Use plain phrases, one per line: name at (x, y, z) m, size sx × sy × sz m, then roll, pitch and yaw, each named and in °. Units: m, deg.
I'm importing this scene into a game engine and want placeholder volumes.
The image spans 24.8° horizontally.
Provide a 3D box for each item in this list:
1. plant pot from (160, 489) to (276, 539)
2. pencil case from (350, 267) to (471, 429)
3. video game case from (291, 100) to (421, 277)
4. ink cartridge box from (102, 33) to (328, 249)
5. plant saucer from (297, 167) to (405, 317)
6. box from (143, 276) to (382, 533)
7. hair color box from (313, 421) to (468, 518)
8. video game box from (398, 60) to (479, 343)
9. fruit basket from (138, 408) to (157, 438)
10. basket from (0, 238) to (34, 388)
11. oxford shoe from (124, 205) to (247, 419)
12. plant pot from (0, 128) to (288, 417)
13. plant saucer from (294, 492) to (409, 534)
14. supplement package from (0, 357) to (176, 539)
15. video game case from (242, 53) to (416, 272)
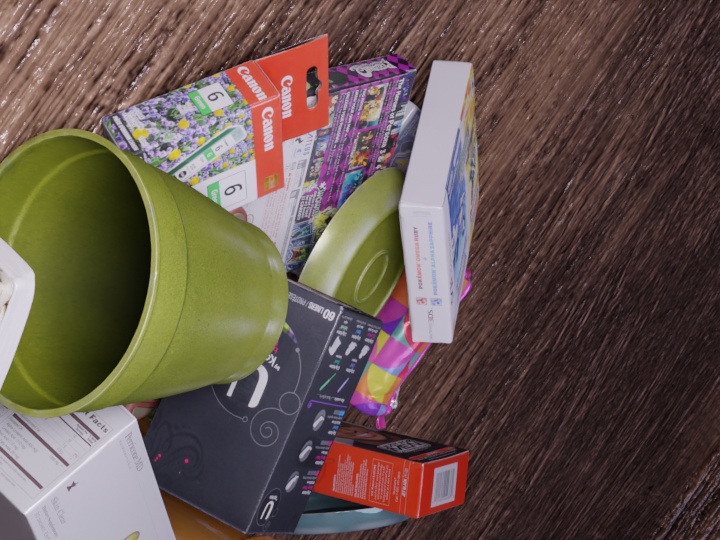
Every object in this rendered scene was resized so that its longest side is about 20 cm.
plant pot at (-0.173, 0.311, 1.589) m, size 0.200 × 0.183 × 0.201 m, roll -38°, pitch 151°, yaw -26°
pencil case at (0.043, 0.065, 1.764) m, size 0.201 × 0.088 × 0.088 m, roll -59°, pitch 153°, yaw 9°
video game case at (0.021, -0.058, 1.647) m, size 0.200 × 0.023 × 0.182 m, roll -54°, pitch 154°, yaw 0°
ink cartridge box at (-0.102, -0.104, 1.308) m, size 0.199 × 0.050 × 0.109 m, roll -24°, pitch 144°, yaw -19°
plant saucer at (0.000, 0.000, 1.533) m, size 0.200 × 0.031 × 0.200 m, roll -51°, pitch 160°, yaw -27°
box at (-0.085, 0.105, 1.369) m, size 0.201 × 0.122 × 0.106 m, roll -67°, pitch 158°, yaw 0°
hair color box at (0.003, 0.204, 1.728) m, size 0.101 × 0.199 × 0.062 m, roll -4°, pitch 101°, yaw -58°
video game box at (0.077, -0.064, 1.550) m, size 0.183 × 0.046 × 0.201 m, roll 86°, pitch 14°, yaw -47°
fruit basket at (-0.143, 0.099, 1.467) m, size 0.185 × 0.094 × 0.201 m, roll -28°, pitch 143°, yaw -19°
basket at (-0.326, 0.055, 1.095) m, size 0.123 × 0.135 × 0.201 m, roll -3°, pitch 125°, yaw -52°
oxford shoe at (-0.164, 0.027, 1.373) m, size 0.201 × 0.074 × 0.071 m, roll -65°, pitch 160°, yaw 1°
plant pot at (-0.158, 0.014, 1.209) m, size 0.192 × 0.200 × 0.201 m, roll 13°, pitch 112°, yaw -53°
plant saucer at (-0.025, 0.261, 1.781) m, size 0.200 × 0.199 × 0.028 m, roll -4°, pitch 90°, yaw -57°
supplement package at (-0.249, 0.160, 1.301) m, size 0.111 × 0.155 × 0.201 m, roll -42°, pitch 151°, yaw -23°
video game case at (-0.047, -0.087, 1.463) m, size 0.181 × 0.036 × 0.201 m, roll -18°, pitch 137°, yaw -37°
